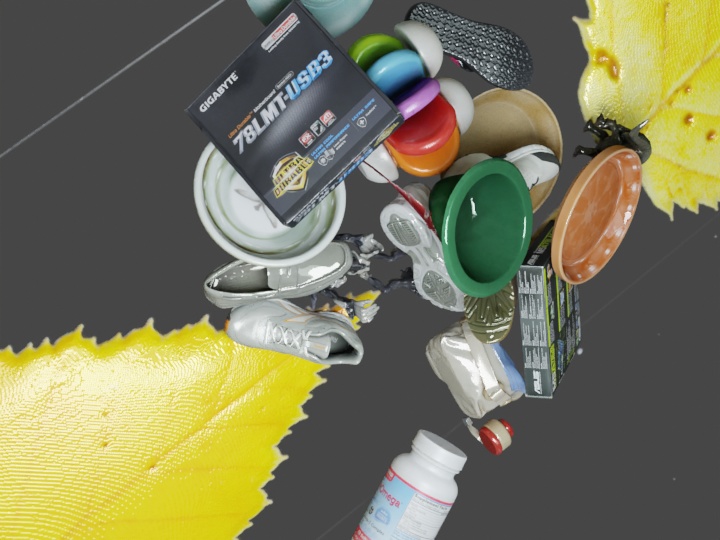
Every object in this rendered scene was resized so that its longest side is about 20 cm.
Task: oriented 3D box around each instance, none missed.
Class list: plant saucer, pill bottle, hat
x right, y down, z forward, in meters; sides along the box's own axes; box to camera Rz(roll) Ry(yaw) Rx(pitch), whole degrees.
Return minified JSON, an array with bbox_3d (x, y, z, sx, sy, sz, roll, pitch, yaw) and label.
[{"bbox_3d":[-0.119,-0.095,1.527,0.197,0.050,0.203,5,73,-15],"label":"plant saucer"},{"bbox_3d":[0.075,0.342,1.745,0.108,0.109,0.202,26,94,-28],"label":"pill bottle"},{"bbox_3d":[0.193,-0.161,1.683,0.198,0.035,0.203,-7,108,-22],"label":"plant saucer"},{"bbox_3d":[0.323,-0.078,1.645,0.199,0.032,0.202,-33,137,-37],"label":"plant saucer"},{"bbox_3d":[-0.055,-0.387,1.498,0.198,0.039,0.204,-8,110,-23],"label":"plant saucer"},{"bbox_3d":[0.103,-0.080,1.527,0.165,0.175,0.202,-33,122,-32],"label":"hat"}]

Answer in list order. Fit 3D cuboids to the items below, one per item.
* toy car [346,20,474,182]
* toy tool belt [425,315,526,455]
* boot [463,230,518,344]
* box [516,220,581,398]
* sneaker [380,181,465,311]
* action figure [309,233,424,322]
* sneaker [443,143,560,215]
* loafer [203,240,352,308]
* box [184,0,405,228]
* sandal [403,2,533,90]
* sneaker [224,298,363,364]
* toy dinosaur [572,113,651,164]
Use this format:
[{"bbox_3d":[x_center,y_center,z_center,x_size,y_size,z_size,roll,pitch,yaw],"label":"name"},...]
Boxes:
[{"bbox_3d":[0.057,-0.210,1.532,0.174,0.150,0.201,-34,113,-3],"label":"toy car"},{"bbox_3d":[0.193,0.151,1.727,0.122,0.125,0.201,-33,97,-18],"label":"toy tool belt"},{"bbox_3d":[0.188,0.031,1.626,0.065,0.200,0.178,-4,74,13],"label":"boot"},{"bbox_3d":[0.274,0.052,1.715,0.193,0.047,0.203,-42,130,-56],"label":"box"},{"bbox_3d":[0.107,-0.035,1.595,0.100,0.077,0.201,-55,129,-36],"label":"sneaker"},{"bbox_3d":[0.000,0.000,1.610,0.198,0.102,0.121,-5,109,-26],"label":"action figure"},{"bbox_3d":[0.202,-0.116,1.610,0.198,0.080,0.074,-14,152,-36],"label":"sneaker"},{"bbox_3d":[-0.108,0.004,1.542,0.197,0.070,0.071,-18,79,3],"label":"loafer"},{"bbox_3d":[-0.081,-0.192,1.462,0.200,0.050,0.199,-42,82,6],"label":"box"},{"bbox_3d":[0.148,-0.308,1.619,0.198,0.045,0.076,23,91,-14],"label":"sandal"},{"bbox_3d":[-0.083,0.085,1.602,0.198,0.092,0.077,7,104,-25],"label":"sneaker"},{"bbox_3d":[0.374,-0.176,1.710,0.102,0.200,0.078,30,56,-10],"label":"toy dinosaur"}]
